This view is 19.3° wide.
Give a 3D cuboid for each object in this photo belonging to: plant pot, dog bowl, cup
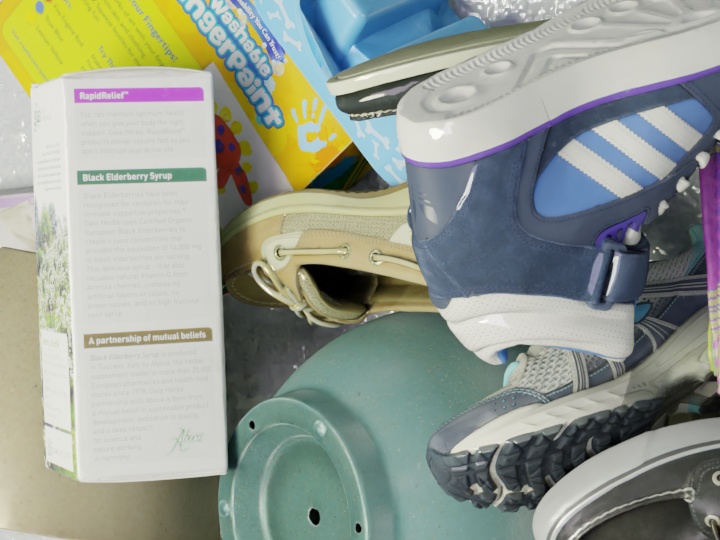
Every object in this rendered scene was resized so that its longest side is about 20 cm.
[{"bbox_3d":[0.015,0.115,1.054,0.200,0.134,0.201,5,96,49],"label":"plant pot"},{"bbox_3d":[0.021,-0.114,1.046,0.200,0.111,0.050,54,141,11],"label":"dog bowl"},{"bbox_3d":[-0.164,0.066,1.179,0.200,0.200,0.143,10,88,32],"label":"cup"}]

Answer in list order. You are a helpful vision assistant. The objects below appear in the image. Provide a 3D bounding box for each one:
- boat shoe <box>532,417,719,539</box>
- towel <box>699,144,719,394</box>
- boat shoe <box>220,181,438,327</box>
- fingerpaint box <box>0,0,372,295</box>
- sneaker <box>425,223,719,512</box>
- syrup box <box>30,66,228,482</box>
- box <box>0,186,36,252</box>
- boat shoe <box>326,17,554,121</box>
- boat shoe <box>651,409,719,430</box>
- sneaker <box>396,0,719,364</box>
[{"bbox_3d":[0.179,0.104,0.957,0.200,0.057,0.069,-15,130,-1],"label":"boat shoe"},{"bbox_3d":[0.221,-0.047,0.929,0.143,0.023,0.200,-2,85,16],"label":"towel"},{"bbox_3d":[0.002,0.001,1.034,0.200,0.073,0.063,-6,62,38],"label":"boat shoe"},{"bbox_3d":[-0.086,-0.109,1.137,0.167,0.073,0.200,-44,77,34],"label":"fingerpaint box"},{"bbox_3d":[0.110,0.042,0.989,0.086,0.200,0.078,56,157,28],"label":"sneaker"},{"bbox_3d":[-0.116,0.001,1.056,0.079,0.081,0.200,-179,88,-69],"label":"syrup box"},{"bbox_3d":[-0.197,-0.029,1.252,0.200,0.041,0.039,-4,100,34],"label":"box"},{"bbox_3d":[0.085,-0.083,0.977,0.074,0.199,0.066,-154,52,-69],"label":"boat shoe"},{"bbox_3d":[0.170,0.166,1.038,0.068,0.075,0.200,-19,80,37],"label":"boat shoe"},{"bbox_3d":[0.116,-0.037,0.924,0.081,0.200,0.147,-136,26,-60],"label":"sneaker"}]
